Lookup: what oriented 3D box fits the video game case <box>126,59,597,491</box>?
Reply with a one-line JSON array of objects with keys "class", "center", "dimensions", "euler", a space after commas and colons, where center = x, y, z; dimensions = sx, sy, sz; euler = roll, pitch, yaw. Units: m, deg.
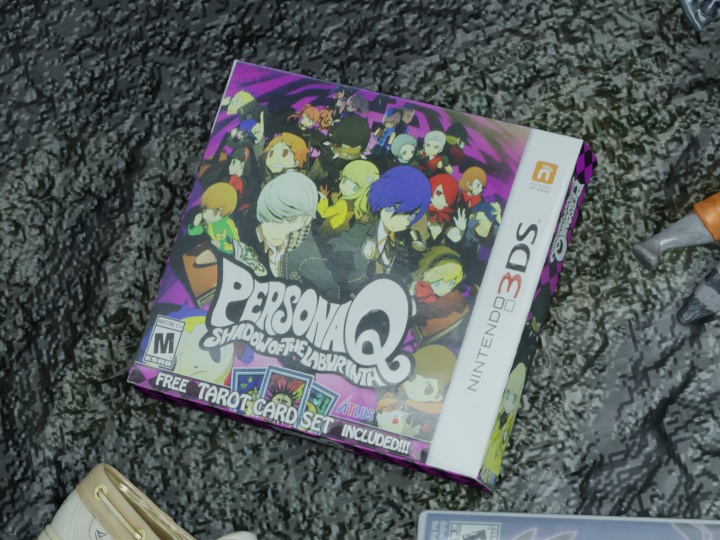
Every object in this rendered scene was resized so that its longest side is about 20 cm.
[{"class": "video game case", "center": [0.000, 0.000, 1.523], "dimensions": [0.199, 0.036, 0.182], "euler": [15, 79, 21]}]

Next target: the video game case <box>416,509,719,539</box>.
[{"class": "video game case", "center": [0.107, 0.217, 1.435], "dimensions": [0.181, 0.023, 0.201], "euler": [1, 75, 18]}]

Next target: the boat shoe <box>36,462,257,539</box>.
[{"class": "boat shoe", "center": [-0.073, 0.159, 1.481], "dimensions": [0.199, 0.074, 0.069], "euler": [28, 91, 23]}]

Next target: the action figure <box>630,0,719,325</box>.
[{"class": "action figure", "center": [0.208, -0.063, 1.442], "dimensions": [0.200, 0.105, 0.194], "euler": [40, 84, -2]}]
